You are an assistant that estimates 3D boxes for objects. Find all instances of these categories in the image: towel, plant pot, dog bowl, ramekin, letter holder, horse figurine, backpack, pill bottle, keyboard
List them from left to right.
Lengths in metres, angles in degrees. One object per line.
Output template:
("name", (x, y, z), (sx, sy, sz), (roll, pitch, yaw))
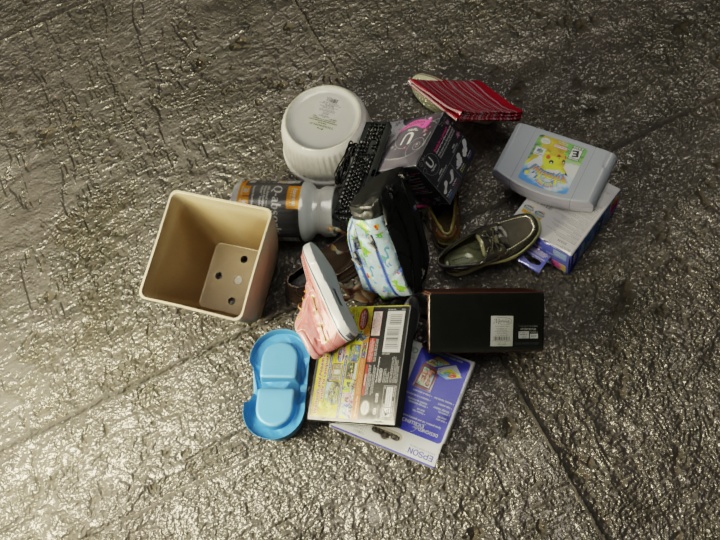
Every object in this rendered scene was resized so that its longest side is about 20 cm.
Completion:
("plant pot", (-0.251, -0.007, 1.537), (0.197, 0.177, 0.203), (12, 77, 15))
("dog bowl", (-0.143, 0.206, 1.494), (0.110, 0.050, 0.203), (-1, 63, 9))
("pill bottle", (-0.142, -0.114, 1.621), (0.197, 0.117, 0.118), (1, 63, 10))
("ramekin", (-0.068, -0.277, 1.699), (0.197, 0.105, 0.203), (-4, 62, 8))
("keyboard", (-0.013, -0.185, 1.553), (0.103, 0.039, 0.202), (7, 74, 51))
("horse figurine", (0.000, 0.000, 1.548), (0.131, 0.050, 0.203), (7, 81, -29))
("backpack", (0.050, -0.050, 1.461), (0.152, 0.201, 0.164), (-23, 19, 28))
("towel", (0.201, -0.323, 1.587), (0.198, 0.023, 0.145), (-10, 43, -43))
("letter holder", (0.203, 0.082, 1.470), (0.197, 0.142, 0.102), (0, 94, -5))

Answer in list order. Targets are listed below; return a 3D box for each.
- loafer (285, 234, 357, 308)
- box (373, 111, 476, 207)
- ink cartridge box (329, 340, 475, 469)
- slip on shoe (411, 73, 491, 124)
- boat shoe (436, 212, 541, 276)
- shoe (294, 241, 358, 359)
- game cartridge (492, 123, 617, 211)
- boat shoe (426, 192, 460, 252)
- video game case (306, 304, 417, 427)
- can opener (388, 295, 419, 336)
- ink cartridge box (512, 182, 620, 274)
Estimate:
("loafer", (-0.059, -0.008, 1.577), (0.200, 0.071, 0.073), (-41, 64, -12))
("box", (0.092, -0.202, 1.577), (0.199, 0.115, 0.133), (1, 57, 50))
("ink cartridge box", (0.074, 0.218, 1.456), (0.195, 0.047, 0.202), (19, 69, 17))
("slip on shoe", (0.195, -0.355, 1.723), (0.198, 0.075, 0.061), (22, 45, 20))
("boat shoe", (0.227, -0.044, 1.512), (0.199, 0.066, 0.073), (-25, 78, 26))
("shoe", (-0.081, 0.052, 1.462), (0.090, 0.071, 0.202), (-33, 62, 15))
("game cartridge", (0.349, -0.185, 1.539), (0.198, 0.041, 0.134), (22, 72, 21))
("boat shoe", (0.158, -0.137, 1.610), (0.071, 0.068, 0.202), (-13, 61, 3))
("video game case", (0.002, 0.158, 1.424), (0.179, 0.025, 0.203), (-3, 69, 34))
("can opener", (0.059, 0.142, 1.441), (0.062, 0.079, 0.203), (11, 72, 6))
("ink cartridge box", (0.363, -0.090, 1.547), (0.136, 0.077, 0.200), (33, 71, 25))
